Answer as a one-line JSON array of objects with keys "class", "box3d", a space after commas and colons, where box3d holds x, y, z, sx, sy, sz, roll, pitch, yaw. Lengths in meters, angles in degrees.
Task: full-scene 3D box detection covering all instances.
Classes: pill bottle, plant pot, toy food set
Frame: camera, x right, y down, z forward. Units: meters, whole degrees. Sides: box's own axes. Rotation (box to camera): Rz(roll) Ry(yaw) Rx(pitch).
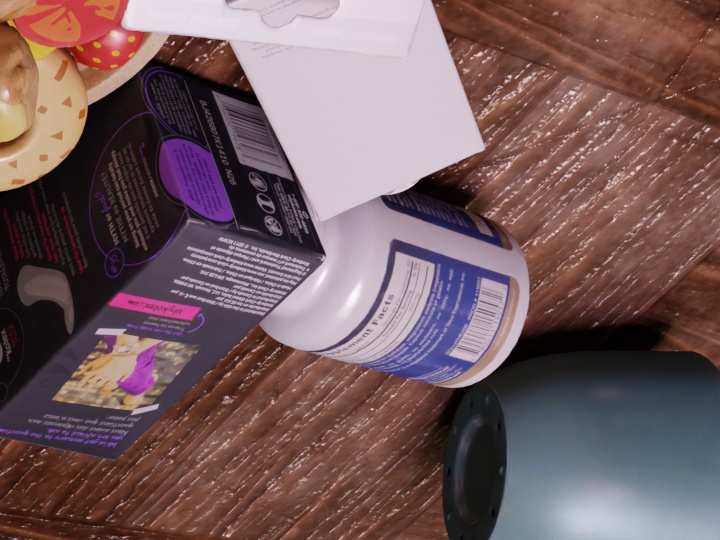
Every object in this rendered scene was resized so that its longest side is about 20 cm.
[{"class": "pill bottle", "box3d": [0.000, 0.000, 1.339, 0.199, 0.112, 0.111, 17, 131, -43]}, {"class": "plant pot", "box3d": [0.151, 0.148, 1.567, 0.160, 0.202, 0.201, 8, 139, -18]}, {"class": "toy food set", "box3d": [-0.181, -0.128, 1.117, 0.199, 0.049, 0.198, -33, 144, 18]}]

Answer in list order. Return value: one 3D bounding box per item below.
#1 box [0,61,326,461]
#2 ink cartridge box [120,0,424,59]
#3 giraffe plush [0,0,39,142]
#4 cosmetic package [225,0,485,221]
[{"class": "box", "box3d": [-0.133, -0.003, 1.252, 0.106, 0.123, 0.200, 17, 132, -44]}, {"class": "ink cartridge box", "box3d": [-0.025, -0.205, 1.027, 0.161, 0.050, 0.201, 2, 116, -31]}, {"class": "giraffe plush", "box3d": [-0.252, -0.090, 0.972, 0.198, 0.162, 0.174, 6, 107, 5]}, {"class": "cosmetic package", "box3d": [-0.012, -0.126, 1.180, 0.107, 0.085, 0.200, -22, 147, 1]}]
